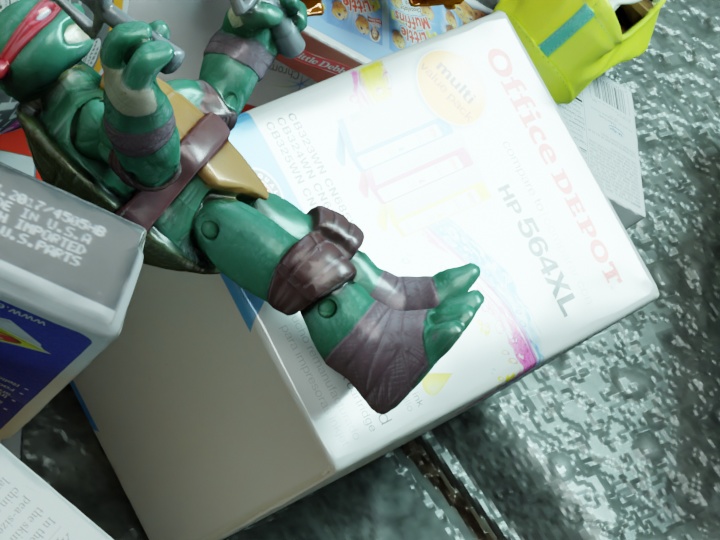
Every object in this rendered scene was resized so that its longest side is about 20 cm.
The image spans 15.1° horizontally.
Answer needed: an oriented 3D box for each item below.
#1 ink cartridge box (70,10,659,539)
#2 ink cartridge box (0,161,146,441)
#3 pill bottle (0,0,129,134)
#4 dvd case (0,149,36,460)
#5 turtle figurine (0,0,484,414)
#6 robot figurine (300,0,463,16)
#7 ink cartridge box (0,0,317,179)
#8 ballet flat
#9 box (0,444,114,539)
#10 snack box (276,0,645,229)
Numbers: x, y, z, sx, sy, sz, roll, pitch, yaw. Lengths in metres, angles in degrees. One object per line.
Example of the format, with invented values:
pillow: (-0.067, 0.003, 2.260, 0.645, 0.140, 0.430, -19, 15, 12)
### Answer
ink cartridge box: (0.000, 0.000, 1.011, 0.199, 0.125, 0.129, -26, 85, -39)
ink cartridge box: (-0.183, -0.010, 0.850, 0.197, 0.200, 0.047, 23, 70, -13)
pill bottle: (-0.167, -0.096, 0.948, 0.116, 0.117, 0.200, 42, 20, 7)
dvd case: (-0.216, 0.005, 0.971, 0.199, 0.025, 0.151, 12, 56, -21)
turtle figurine: (-0.050, -0.042, 0.862, 0.200, 0.101, 0.150, 42, 26, -6)
robot figurine: (-0.022, -0.198, 1.083, 0.144, 0.058, 0.201, -9, 73, -36)
ink cartridge box: (-0.084, -0.099, 1.110, 0.159, 0.047, 0.201, 15, 49, -17)
ballet flat: (0.108, -0.124, 1.175, 0.067, 0.067, 0.200, 46, 27, -3)
box: (-0.121, 0.129, 0.853, 0.200, 0.124, 0.098, 40, 66, 4)
snack box: (0.041, -0.083, 1.140, 0.199, 0.024, 0.072, 26, 46, -33)
